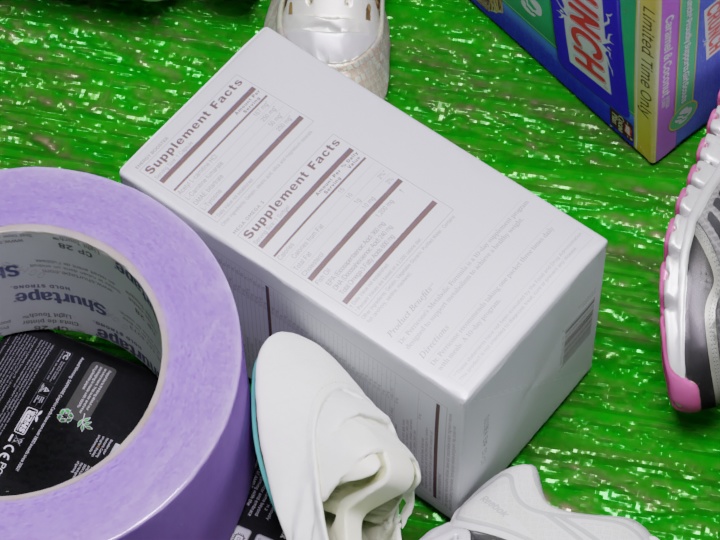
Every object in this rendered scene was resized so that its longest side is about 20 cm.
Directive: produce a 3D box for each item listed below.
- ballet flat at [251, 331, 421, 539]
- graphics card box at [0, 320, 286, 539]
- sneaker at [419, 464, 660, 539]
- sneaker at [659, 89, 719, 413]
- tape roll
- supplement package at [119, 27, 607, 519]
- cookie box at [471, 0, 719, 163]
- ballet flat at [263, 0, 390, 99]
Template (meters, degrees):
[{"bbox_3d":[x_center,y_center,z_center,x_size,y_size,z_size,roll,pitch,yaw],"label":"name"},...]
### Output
[{"bbox_3d":[0.001,0.113,1.092,0.069,0.070,0.201,-7,67,-2],"label":"ballet flat"},{"bbox_3d":[-0.097,0.113,1.165,0.199,0.051,0.126,20,61,13],"label":"graphics card box"},{"bbox_3d":[0.120,0.152,1.123,0.199,0.075,0.081,31,55,19],"label":"sneaker"},{"bbox_3d":[0.196,-0.017,1.220,0.087,0.074,0.201,11,54,16],"label":"sneaker"},{"bbox_3d":[-0.147,0.060,1.122,0.198,0.085,0.201,-1,57,1],"label":"tape roll"},{"bbox_3d":[0.000,0.000,1.193,0.199,0.114,0.110,34,62,20],"label":"supplement package"},{"bbox_3d":[0.103,-0.177,1.269,0.075,0.172,0.200,-37,63,-17],"label":"cookie box"},{"bbox_3d":[-0.017,-0.154,1.322,0.067,0.063,0.201,0,58,3],"label":"ballet flat"}]
